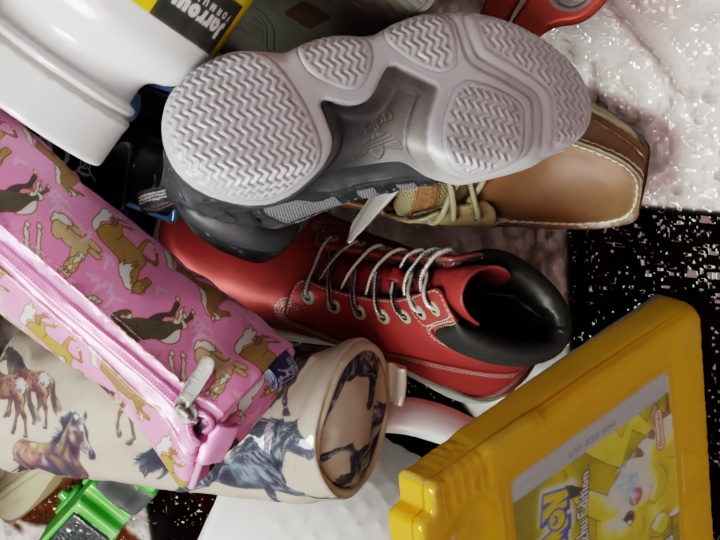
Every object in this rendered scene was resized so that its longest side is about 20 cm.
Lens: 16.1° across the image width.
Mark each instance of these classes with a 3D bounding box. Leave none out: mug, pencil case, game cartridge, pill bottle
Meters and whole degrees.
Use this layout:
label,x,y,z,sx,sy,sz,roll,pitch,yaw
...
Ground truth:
label,x,y,z,sx,sy,sz,roll,pitch,yaw
mug,0.010,0.144,1.298,0.175,0.148,0.201,24,127,-2
pencil case,-0.081,0.064,1.227,0.199,0.090,0.078,3,124,25
game cartridge,0.098,0.131,1.237,0.032,0.200,0.177,21,131,40
pill bottle,-0.089,-0.150,1.089,0.111,0.111,0.200,34,94,-5
pencil case,-0.123,0.005,1.123,0.200,0.083,0.087,41,150,0

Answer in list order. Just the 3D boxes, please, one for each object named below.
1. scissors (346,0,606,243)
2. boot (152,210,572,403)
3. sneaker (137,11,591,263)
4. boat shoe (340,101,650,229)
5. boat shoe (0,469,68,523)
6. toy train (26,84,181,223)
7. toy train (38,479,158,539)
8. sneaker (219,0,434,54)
label,x,y,z,sx,sy,sz,roll,pitch,yaw
scissors,0.061,-0.092,1.160,0.073,0.014,0.201,24,94,9
boot,0.000,0.000,1.212,0.199,0.073,0.144,21,168,-4
sneaker,-0.003,-0.057,1.135,0.199,0.076,0.114,-7,164,-21
boat shoe,0.036,-0.049,1.214,0.199,0.074,0.076,10,124,12
boat shoe,-0.155,0.063,1.352,0.065,0.072,0.200,42,130,-11
toy train,-0.160,-0.085,1.220,0.199,0.114,0.087,20,120,17
toy train,-0.111,0.096,1.365,0.042,0.056,0.200,38,125,-7
sneaker,-0.014,-0.160,1.174,0.075,0.107,0.200,31,157,-29
